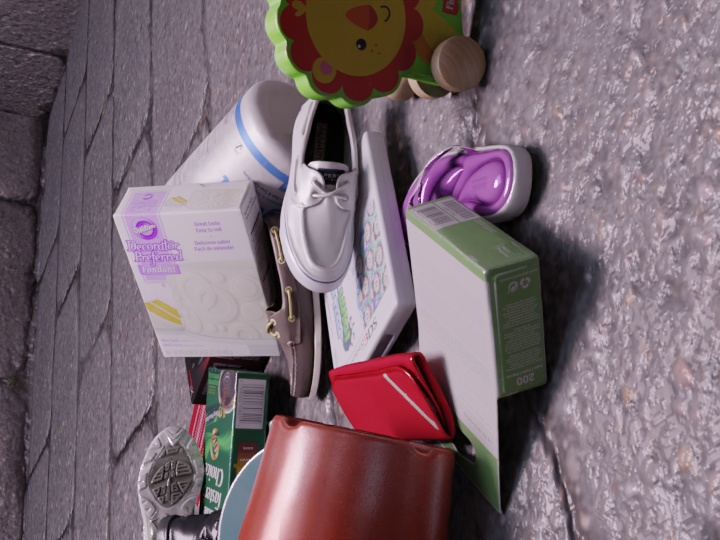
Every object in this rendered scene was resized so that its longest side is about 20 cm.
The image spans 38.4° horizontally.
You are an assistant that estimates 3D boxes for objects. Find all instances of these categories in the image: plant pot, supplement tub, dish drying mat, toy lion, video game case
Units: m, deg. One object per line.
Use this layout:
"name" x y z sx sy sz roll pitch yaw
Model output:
"plant pot" -0.014 0.221 0.800 0.200 0.200 0.197 -7 70 65
"supplement tub" -0.125 -0.103 1.155 0.200 0.131 0.133 -42 44 34
"dish drying mat" 0.021 0.113 0.890 0.077 0.018 0.200 62 157 -2
"toy lion" 0.016 -0.234 0.866 0.069 0.190 0.202 6 87 65
"video game case" 0.000 0.000 0.998 0.182 0.024 0.201 116 152 -50

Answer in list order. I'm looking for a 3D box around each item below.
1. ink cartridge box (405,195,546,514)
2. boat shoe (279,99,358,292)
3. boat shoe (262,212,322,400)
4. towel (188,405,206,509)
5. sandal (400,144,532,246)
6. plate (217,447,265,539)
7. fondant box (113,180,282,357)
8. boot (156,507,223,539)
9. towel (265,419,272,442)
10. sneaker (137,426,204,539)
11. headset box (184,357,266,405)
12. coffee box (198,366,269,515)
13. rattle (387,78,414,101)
"ink cartridge box" 0.088 0.061 0.789 0.146 0.048 0.201 -135 33 -61
"boat shoe" -0.037 -0.082 0.975 0.065 0.073 0.201 125 143 -64
"boat shoe" -0.072 0.039 1.092 0.072 0.059 0.202 -149 58 -75
"towel" -0.197 0.248 1.379 0.200 0.022 0.146 19 98 63
"sandal" 0.072 -0.068 0.859 0.202 0.049 0.083 158 118 -63
"plate" -0.053 0.260 0.979 0.199 0.026 0.202 -8 76 33
"fondant box" -0.168 0.003 1.127 0.058 0.143 0.201 -75 -21 -52
"boot" -0.118 0.323 1.066 0.199 0.066 0.166 -15 80 28
"towel" -0.115 0.277 1.192 0.149 0.030 0.202 156 117 -64
"sneaker" -0.231 0.288 1.226 0.099 0.077 0.202 141 132 -69
"headset box" -0.160 0.050 1.297 0.149 0.077 0.201 -109 35 -46
"coffee box" -0.148 0.214 1.189 0.123 0.044 0.202 175 99 -67
"rattle" -0.005 -0.262 0.996 0.130 0.142 0.201 102 157 -57
